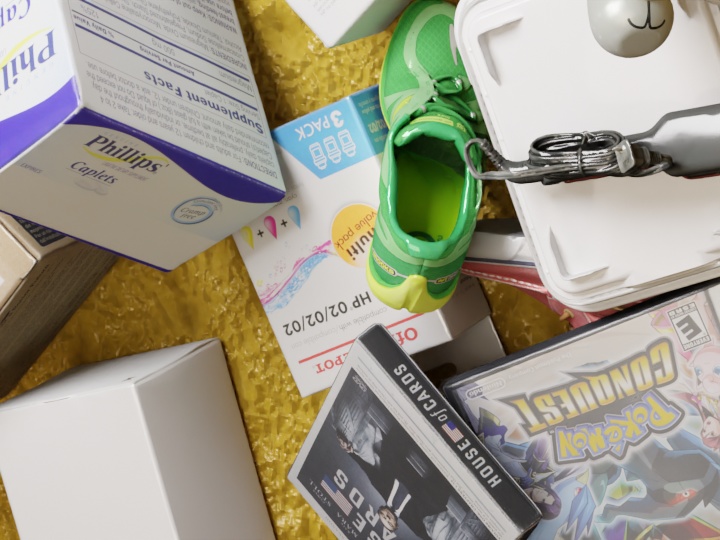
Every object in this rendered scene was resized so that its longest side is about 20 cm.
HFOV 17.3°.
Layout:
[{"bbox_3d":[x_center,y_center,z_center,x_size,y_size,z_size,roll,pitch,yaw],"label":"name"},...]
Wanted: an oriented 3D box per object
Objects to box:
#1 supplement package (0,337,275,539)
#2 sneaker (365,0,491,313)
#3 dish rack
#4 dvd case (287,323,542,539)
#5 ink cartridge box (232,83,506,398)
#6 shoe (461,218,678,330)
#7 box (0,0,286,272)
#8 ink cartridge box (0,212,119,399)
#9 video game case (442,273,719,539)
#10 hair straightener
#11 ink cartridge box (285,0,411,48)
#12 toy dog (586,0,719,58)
[{"bbox_3d":[-0.139,0.161,1.523,0.121,0.120,0.201,-11,98,27],"label":"supplement package"},{"bbox_3d":[0.047,-0.074,1.365,0.074,0.201,0.084,9,152,-8],"label":"sneaker"},{"bbox_3d":[0.144,-0.082,1.294,0.171,0.044,0.201,-18,96,26],"label":"dish rack"},{"bbox_3d":[0.028,0.136,1.428,0.150,0.025,0.200,49,151,14],"label":"dvd case"},{"bbox_3d":[0.000,0.000,1.451,0.115,0.068,0.201,-22,93,28],"label":"ink cartridge box"},{"bbox_3d":[0.140,0.023,1.392,0.199,0.071,0.092,7,102,19],"label":"shoe"},{"bbox_3d":[-0.157,-0.125,1.388,0.105,0.183,0.201,-32,59,27],"label":"box"},{"bbox_3d":[-0.240,0.017,1.509,0.075,0.165,0.200,45,115,7],"label":"ink cartridge box"},{"bbox_3d":[0.171,0.112,1.356,0.199,0.025,0.182,-23,96,21],"label":"video game case"},{"bbox_3d":[0.141,-0.069,1.233,0.199,0.077,0.041,-2,87,27],"label":"hair straightener"},{"bbox_3d":[-0.023,-0.255,1.389,0.200,0.084,0.145,48,116,7],"label":"ink cartridge box"},{"bbox_3d":[0.133,-0.220,1.204,0.201,0.131,0.096,59,156,14],"label":"toy dog"}]
